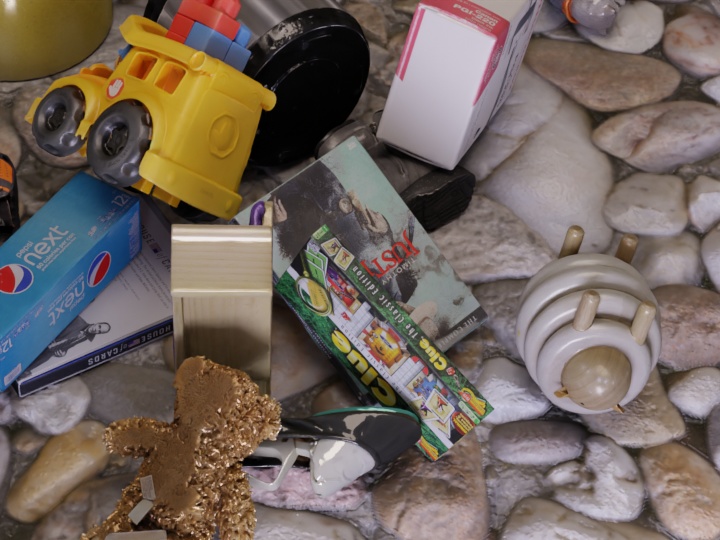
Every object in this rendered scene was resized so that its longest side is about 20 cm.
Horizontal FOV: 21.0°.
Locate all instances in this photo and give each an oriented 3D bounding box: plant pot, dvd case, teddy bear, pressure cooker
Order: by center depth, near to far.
[{"bbox_3d":[-0.140,0.170,1.515,0.144,0.067,0.202,6,73,19],"label":"teddy bear"},{"bbox_3d":[0.000,0.000,1.671,0.146,0.022,0.201,-34,87,-27],"label":"dvd case"},{"bbox_3d":[-0.241,0.017,1.701,0.199,0.025,0.151,-22,53,-23],"label":"dvd case"},{"bbox_3d":[-0.107,-0.221,1.826,0.175,0.180,0.200,-29,56,-24],"label":"pressure cooker"},{"bbox_3d":[-0.345,-0.307,1.912,0.198,0.143,0.201,3,47,-3],"label":"plant pot"}]

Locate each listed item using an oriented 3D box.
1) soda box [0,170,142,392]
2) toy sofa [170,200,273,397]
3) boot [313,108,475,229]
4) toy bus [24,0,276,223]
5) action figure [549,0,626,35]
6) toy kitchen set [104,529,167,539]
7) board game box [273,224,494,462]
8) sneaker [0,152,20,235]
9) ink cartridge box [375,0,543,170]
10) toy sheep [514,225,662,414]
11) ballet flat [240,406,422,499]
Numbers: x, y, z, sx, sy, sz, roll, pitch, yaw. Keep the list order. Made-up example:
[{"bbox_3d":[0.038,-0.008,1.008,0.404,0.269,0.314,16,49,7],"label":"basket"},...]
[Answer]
[{"bbox_3d":[-0.270,0.006,1.649,0.067,0.065,0.200,26,50,19],"label":"soda box"},{"bbox_3d":[-0.112,0.035,1.575,0.082,0.201,0.098,0,53,-3],"label":"toy sofa"},{"bbox_3d":[-0.004,-0.076,1.785,0.199,0.070,0.132,-21,48,-36],"label":"boot"},{"bbox_3d":[-0.174,-0.159,1.696,0.199,0.135,0.194,23,90,41],"label":"toy bus"},{"bbox_3d":[0.234,-0.324,2.029,0.198,0.105,0.195,9,48,-34],"label":"action figure"},{"bbox_3d":[-0.240,0.243,1.385,0.198,0.181,0.164,-2,46,-11],"label":"toy kitchen set"},{"bbox_3d":[0.016,0.061,1.576,0.200,0.105,0.023,47,61,5],"label":"board game box"},{"bbox_3d":[-0.368,-0.049,1.716,0.111,0.078,0.201,15,48,11],"label":"sneaker"},{"bbox_3d":[0.099,-0.204,1.811,0.084,0.147,0.200,23,32,8],"label":"ink cartridge box"},{"bbox_3d":[0.192,0.043,1.638,0.136,0.139,0.201,3,37,-1],"label":"toy sheep"},{"bbox_3d":[-0.050,0.149,1.572,0.198,0.068,0.069,0,56,10],"label":"ballet flat"}]
